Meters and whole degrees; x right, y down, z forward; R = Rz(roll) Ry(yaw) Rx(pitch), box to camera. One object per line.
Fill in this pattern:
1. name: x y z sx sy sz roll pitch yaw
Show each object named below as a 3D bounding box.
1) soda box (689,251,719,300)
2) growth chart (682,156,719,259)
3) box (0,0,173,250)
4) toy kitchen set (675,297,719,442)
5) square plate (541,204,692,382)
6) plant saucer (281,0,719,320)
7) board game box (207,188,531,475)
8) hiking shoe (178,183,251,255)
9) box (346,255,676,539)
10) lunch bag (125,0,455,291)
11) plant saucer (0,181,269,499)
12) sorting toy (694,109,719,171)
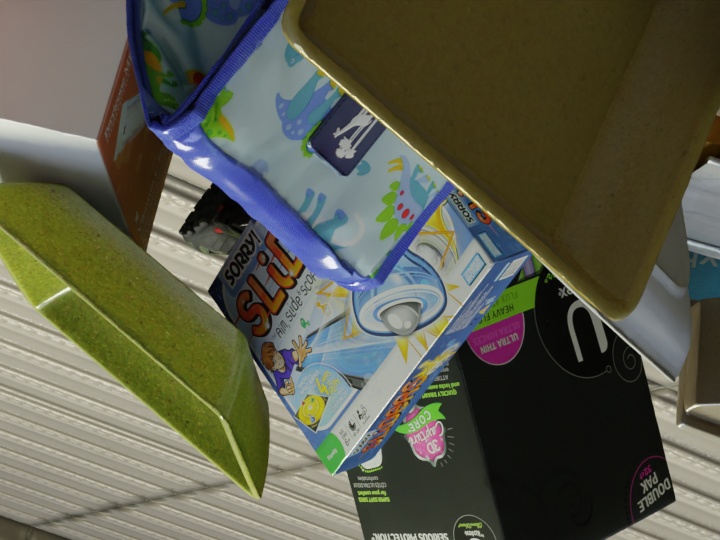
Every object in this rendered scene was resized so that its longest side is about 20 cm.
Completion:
1. soda box: 0.235 0.004 1.242 0.198 0.068 0.064 10 161 13
2. growth chart: 0.225 -0.033 1.114 0.144 0.018 0.200 17 164 -17
3. box: -0.168 -0.101 1.161 0.097 0.125 0.200 12 162 6
4. toy kitchen set: 0.267 0.027 0.947 0.162 0.201 0.180 19 150 -17
5. square plate: 0.108 -0.073 0.931 0.028 0.201 0.198 -17 149 24
6. plant saucer: 0.065 -0.113 0.790 0.200 0.201 0.048 38 156 -29
7. board game box: 0.000 0.000 1.067 0.034 0.136 0.200 -19 154 -40
8. hiking shoe: -0.055 -0.022 1.305 0.100 0.076 0.200 38 175 -13
9. box: 0.073 0.064 1.151 0.148 0.202 0.124 -18 -174 -40
10. lunch bag: -0.018 -0.113 0.895 0.127 0.201 0.170 2 157 34
11. plant saucer: -0.125 0.033 1.151 0.199 0.048 0.200 39 166 15
12. sorting toy: 0.247 -0.054 1.118 0.184 0.037 0.200 11 161 11
